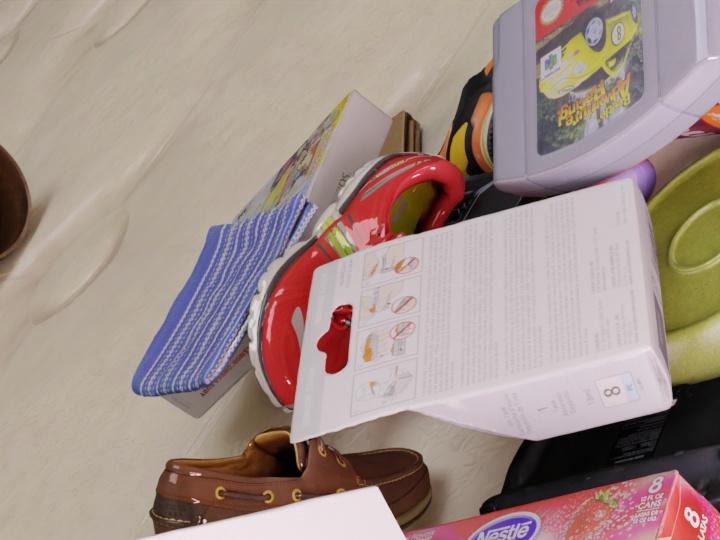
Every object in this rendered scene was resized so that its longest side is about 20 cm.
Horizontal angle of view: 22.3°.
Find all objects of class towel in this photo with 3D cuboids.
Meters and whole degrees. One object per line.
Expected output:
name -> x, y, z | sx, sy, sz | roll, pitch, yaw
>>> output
towel -> -0.100, 0.020, 1.259 | 0.145, 0.024, 0.200 | -62, 15, -15

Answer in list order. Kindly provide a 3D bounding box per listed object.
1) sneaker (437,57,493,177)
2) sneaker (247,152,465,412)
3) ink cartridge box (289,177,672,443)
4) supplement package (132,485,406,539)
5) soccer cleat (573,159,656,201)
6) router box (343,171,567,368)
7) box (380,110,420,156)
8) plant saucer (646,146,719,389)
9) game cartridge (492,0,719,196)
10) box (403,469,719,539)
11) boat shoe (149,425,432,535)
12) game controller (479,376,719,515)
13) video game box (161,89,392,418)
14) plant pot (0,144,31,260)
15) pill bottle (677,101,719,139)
sneaker -> 0.114, -0.147, 1.333 | 0.090, 0.070, 0.201 | -9, 45, 50
sneaker -> 0.000, 0.000, 1.158 | 0.085, 0.077, 0.201 | -2, 51, 51
ink cartridge box -> 0.066, 0.033, 1.002 | 0.199, 0.047, 0.161 | -16, 33, 15
supplement package -> -0.079, 0.210, 0.755 | 0.200, 0.148, 0.191 | -39, -20, 29
soccer cleat -> 0.117, 0.005, 1.110 | 0.200, 0.077, 0.067 | -38, -4, -25
router box -> 0.040, 0.014, 1.223 | 0.199, 0.052, 0.158 | -8, 44, 55
box -> -0.034, -0.027, 1.452 | 0.200, 0.021, 0.164 | -36, 25, 22
plant saucer -> 0.202, -0.012, 1.020 | 0.200, 0.031, 0.201 | -37, 26, 21
game cartridge -> 0.144, -0.123, 1.060 | 0.200, 0.041, 0.134 | -31, 55, 50
box -> 0.087, 0.172, 0.834 | 0.199, 0.100, 0.096 | -22, 33, 45
boat shoe -> -0.033, 0.122, 1.033 | 0.199, 0.068, 0.072 | -9, 11, -43
game controller -> 0.144, 0.102, 0.938 | 0.199, 0.042, 0.104 | -20, 21, 45
video game box -> -0.062, -0.013, 1.342 | 0.182, 0.047, 0.201 | -47, 16, 43
plant pot -> -0.504, -0.042, 2.112 | 0.200, 0.186, 0.188 | -43, 19, 46
pill bottle -> 0.214, -0.139, 1.098 | 0.115, 0.114, 0.200 | -55, 24, -20
